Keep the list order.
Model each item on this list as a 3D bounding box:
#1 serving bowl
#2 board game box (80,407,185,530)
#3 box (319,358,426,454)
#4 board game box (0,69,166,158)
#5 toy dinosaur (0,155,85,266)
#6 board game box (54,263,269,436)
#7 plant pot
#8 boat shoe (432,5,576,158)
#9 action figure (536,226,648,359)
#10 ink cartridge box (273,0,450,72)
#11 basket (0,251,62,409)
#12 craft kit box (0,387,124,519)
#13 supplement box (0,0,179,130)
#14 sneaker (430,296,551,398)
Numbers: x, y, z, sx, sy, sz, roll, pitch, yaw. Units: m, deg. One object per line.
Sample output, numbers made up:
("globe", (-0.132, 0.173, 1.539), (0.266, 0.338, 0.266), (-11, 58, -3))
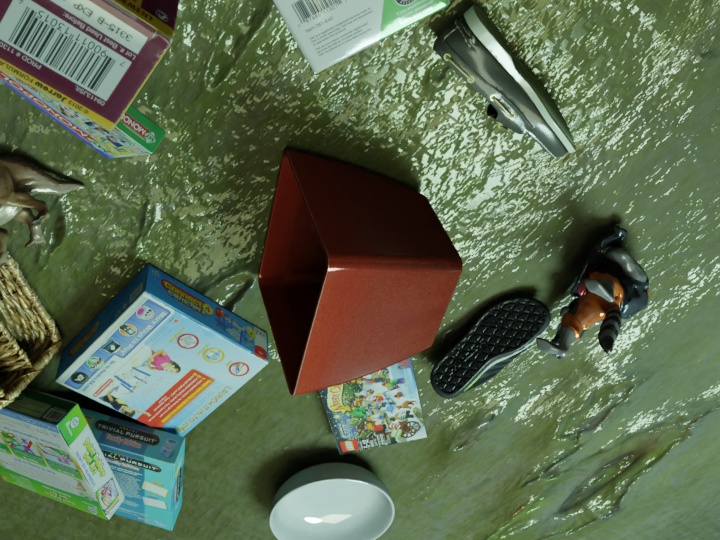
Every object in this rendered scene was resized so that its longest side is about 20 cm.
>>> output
("serving bowl", (-0.048, 0.370, 1.304), (0.199, 0.066, 0.201), (-4, 130, -5))
("board game box", (-0.331, 0.288, 1.165), (0.150, 0.047, 0.201), (16, 136, 0))
("box", (0.015, 0.179, 1.172), (0.136, 0.038, 0.201), (-12, 130, 2))
("board game box", (-0.296, -0.179, 0.778), (0.200, 0.134, 0.029), (38, 72, -32))
("toy dinosaur", (-0.409, -0.080, 0.875), (0.199, 0.136, 0.086), (-30, 172, -11))
("board game box", (-0.257, 0.113, 1.067), (0.195, 0.056, 0.200), (35, 117, -31))
("plant pot", (0.000, 0.000, 0.932), (0.175, 0.200, 0.201), (-1, 131, -21))
("boat shoe", (0.157, -0.189, 0.869), (0.060, 0.072, 0.201), (-34, 119, 24))
("action figure", (0.302, 0.058, 1.028), (0.193, 0.104, 0.201), (-22, 137, -47))
("ink cartridge box", (-0.027, -0.306, 0.732), (0.144, 0.084, 0.200), (-24, 129, 12))
("basket", (-0.465, 0.079, 0.951), (0.148, 0.143, 0.201), (-11, 131, 2))
("craft kit box", (-0.432, 0.233, 1.088), (0.199, 0.049, 0.198), (12, 130, 23))
("supplement box", (-0.229, -0.233, 0.687), (0.131, 0.201, 0.103), (29, 120, -28))
("sneaker", (0.179, 0.106, 1.133), (0.200, 0.072, 0.083), (-38, 159, 17))
